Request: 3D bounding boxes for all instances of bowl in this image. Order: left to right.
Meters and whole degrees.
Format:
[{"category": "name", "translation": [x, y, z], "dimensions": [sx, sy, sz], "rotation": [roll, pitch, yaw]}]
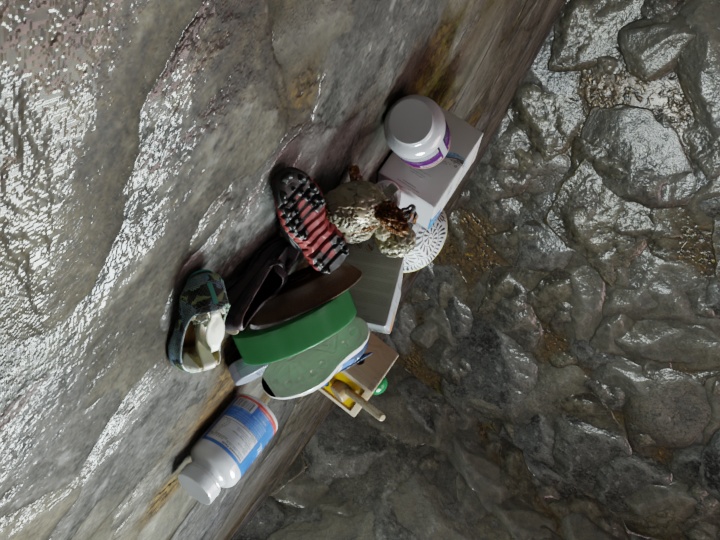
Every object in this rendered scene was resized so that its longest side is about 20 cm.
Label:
[{"category": "bowl", "translation": [0.095, -0.106, 1.499], "dimensions": [0.202, 0.200, 0.094], "rotation": [-57, 146, -1]}]

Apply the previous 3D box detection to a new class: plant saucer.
[{"category": "plant saucer", "translation": [-0.094, 0.028, 1.042], "dimensions": [0.198, 0.037, 0.201], "rotation": [-23, -168, 5]}]

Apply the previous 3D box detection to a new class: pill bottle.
[{"category": "pill bottle", "translation": [-0.259, 0.348, 1.251], "dimensions": [0.200, 0.112, 0.113], "rotation": [-49, 168, -40]}, {"category": "pill bottle", "translation": [0.105, -0.255, 1.180], "dimensions": [0.113, 0.112, 0.200], "rotation": [-58, 170, 7]}]

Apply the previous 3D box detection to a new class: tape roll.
[{"category": "tape roll", "translation": [-0.105, 0.082, 1.027], "dimensions": [0.198, 0.049, 0.201], "rotation": [-23, -169, 5]}]

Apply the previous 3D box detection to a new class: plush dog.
[{"category": "plush dog", "translation": [-0.006, -0.097, 1.046], "dimensions": [0.172, 0.197, 0.163], "rotation": [-58, 147, -85]}]

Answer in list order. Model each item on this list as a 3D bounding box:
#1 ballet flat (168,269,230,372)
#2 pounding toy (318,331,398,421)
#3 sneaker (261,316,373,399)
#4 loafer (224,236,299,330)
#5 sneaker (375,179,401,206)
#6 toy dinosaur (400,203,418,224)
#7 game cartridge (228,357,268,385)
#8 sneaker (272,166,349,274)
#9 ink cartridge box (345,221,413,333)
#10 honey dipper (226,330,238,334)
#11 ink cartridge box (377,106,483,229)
[{"category": "ballet flat", "translation": [-0.203, 0.088, 0.817], "dimensions": [0.074, 0.074, 0.201], "rotation": [-49, 164, -41]}, {"category": "pounding toy", "translation": [-0.021, 0.206, 1.262], "dimensions": [0.142, 0.199, 0.185], "rotation": [-49, 172, -32]}, {"category": "sneaker", "translation": [-0.072, 0.155, 1.061], "dimensions": [0.199, 0.081, 0.147], "rotation": [-33, 167, -17]}, {"category": "loafer", "translation": [-0.139, 0.022, 0.922], "dimensions": [0.200, 0.062, 0.073], "rotation": [-47, 144, -43]}, {"category": "sneaker", "translation": [0.046, -0.137, 1.383], "dimensions": [0.105, 0.075, 0.201], "rotation": [-52, 172, -41]}, {"category": "toy dinosaur", "translation": [0.022, -0.081, 1.264], "dimensions": [0.200, 0.102, 0.136], "rotation": [-44, 151, -18]}, {"category": "game cartridge", "translation": [-0.169, 0.160, 1.146], "dimensions": [0.132, 0.041, 0.200], "rotation": [-31, 174, -11]}, {"category": "sneaker", "translation": [-0.086, -0.078, 0.905], "dimensions": [0.071, 0.098, 0.201], "rotation": [-43, 145, -10]}, {"category": "ink cartridge box", "translation": [0.000, 0.000, 1.159], "dimensions": [0.050, 0.160, 0.202], "rotation": [62, 43, -62]}, {"category": "honey dipper", "translation": [-0.150, 0.020, 1.000], "dimensions": [0.200, 0.038, 0.038], "rotation": [-54, 171, -42]}, {"category": "ink cartridge box", "translation": [0.148, -0.226, 1.391], "dimensions": [0.201, 0.144, 0.147], "rotation": [-55, 171, -12]}]
